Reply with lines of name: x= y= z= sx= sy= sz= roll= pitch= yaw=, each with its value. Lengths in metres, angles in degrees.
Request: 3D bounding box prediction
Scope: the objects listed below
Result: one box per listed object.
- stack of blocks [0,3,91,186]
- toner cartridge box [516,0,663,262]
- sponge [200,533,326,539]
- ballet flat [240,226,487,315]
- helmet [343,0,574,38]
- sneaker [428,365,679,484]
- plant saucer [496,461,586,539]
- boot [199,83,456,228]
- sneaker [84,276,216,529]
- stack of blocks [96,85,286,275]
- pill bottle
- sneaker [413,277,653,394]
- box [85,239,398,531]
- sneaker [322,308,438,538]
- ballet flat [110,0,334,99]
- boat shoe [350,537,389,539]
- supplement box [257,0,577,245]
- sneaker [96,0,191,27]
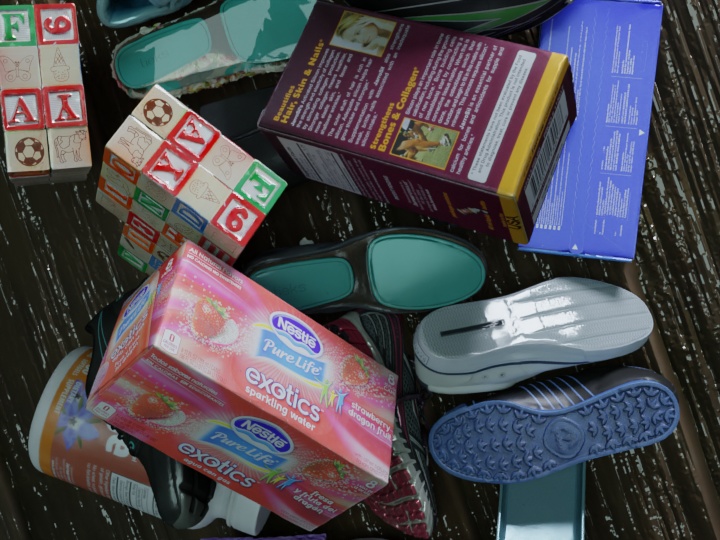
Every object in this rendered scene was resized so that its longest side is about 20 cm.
stack of blocks: x=-0.250 y=-0.127 z=0.808 sx=0.058 sy=0.200 sz=0.117 roll=-6 pitch=92 yaw=-17
toner cartridge box: x=0.181 y=-0.113 z=0.822 sx=0.094 sy=0.043 sz=0.203 roll=7 pitch=94 yaw=9
sponge: x=-0.066 y=0.314 z=0.866 sx=0.110 sy=0.030 sz=0.203 roll=-6 pitch=110 yaw=11
ballet flat: x=0.000 y=0.000 z=0.822 sx=0.197 sy=0.073 sz=0.074 roll=-6 pitch=93 yaw=-5
helmet: x=0.077 y=-0.259 z=0.749 sx=0.198 sy=0.190 sz=0.203 roll=-2 pitch=94 yaw=-29
sneaker: x=0.155 y=0.122 z=0.826 sx=0.197 sy=0.078 sz=0.071 roll=-11 pitch=92 yaw=13
plant saucer: x=0.140 y=0.219 z=0.805 sx=0.069 sy=0.019 sz=0.202 roll=5 pitch=54 yaw=8
boot: x=-0.024 y=-0.087 z=0.830 sx=0.197 sy=0.066 sz=0.167 roll=-14 pitch=64 yaw=6
sneaker: x=-0.162 y=0.106 z=0.787 sx=0.078 sy=0.076 sz=0.202 roll=-20 pitch=60 yaw=6
stack of blocks: x=-0.139 y=-0.046 z=0.789 sx=0.115 sy=0.200 sz=0.059 roll=36 pitch=68 yaw=-5
pill bottle: x=-0.163 y=0.146 z=0.858 sx=0.197 sy=0.112 sz=0.114 roll=18 pitch=96 yaw=6
sneaker: x=0.135 y=0.055 z=0.830 sx=0.197 sy=0.071 sz=0.074 roll=-4 pitch=57 yaw=-9
box: x=-0.077 y=0.085 z=0.730 sx=0.199 sy=0.103 sz=0.094 roll=35 pitch=129 yaw=-23
sneaker: x=0.030 y=0.127 z=0.849 sx=0.080 sy=0.074 sz=0.203 roll=-2 pitch=108 yaw=50
ballet flat: x=-0.110 y=-0.189 z=0.853 sx=0.197 sy=0.064 sz=0.077 roll=-11 pitch=93 yaw=7
boat shoe: x=0.065 y=0.271 z=0.853 sx=0.197 sy=0.062 sz=0.073 roll=9 pitch=86 yaw=26
supplement box: x=0.042 y=-0.108 z=0.739 sx=0.198 sy=0.086 sz=0.112 roll=18 pitch=75 yaw=22
sneaker: x=-0.136 y=-0.243 z=0.809 sx=0.199 sy=0.083 sz=0.074 roll=-22 pitch=133 yaw=40
